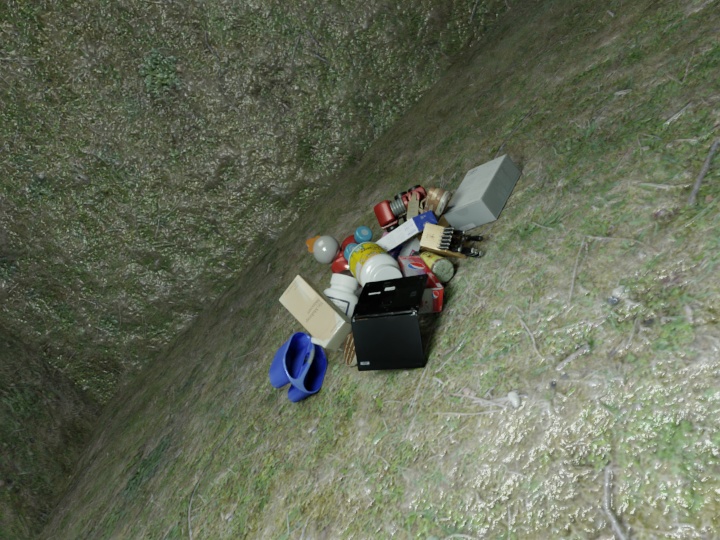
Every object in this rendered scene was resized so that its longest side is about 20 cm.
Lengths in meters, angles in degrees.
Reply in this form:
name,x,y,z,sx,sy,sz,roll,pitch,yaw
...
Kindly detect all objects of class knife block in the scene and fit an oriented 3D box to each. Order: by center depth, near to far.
name,x,y,z,sx,sy,sz,roll,pitch,yaw
knife block,0.254,-0.068,1.516,0.199,0.173,0.065,22,-94,-67

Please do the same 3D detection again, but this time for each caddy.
name,x,y,z,sx,sy,sz,roll,pitch,yaw
caddy,-0.165,0.263,1.589,0.104,0.141,0.201,-37,21,28

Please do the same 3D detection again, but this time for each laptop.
name,x,y,z,sx,sy,sz,roll,pitch,yaw
laptop,0.077,0.120,1.346,0.174,0.104,0.202,-9,38,28

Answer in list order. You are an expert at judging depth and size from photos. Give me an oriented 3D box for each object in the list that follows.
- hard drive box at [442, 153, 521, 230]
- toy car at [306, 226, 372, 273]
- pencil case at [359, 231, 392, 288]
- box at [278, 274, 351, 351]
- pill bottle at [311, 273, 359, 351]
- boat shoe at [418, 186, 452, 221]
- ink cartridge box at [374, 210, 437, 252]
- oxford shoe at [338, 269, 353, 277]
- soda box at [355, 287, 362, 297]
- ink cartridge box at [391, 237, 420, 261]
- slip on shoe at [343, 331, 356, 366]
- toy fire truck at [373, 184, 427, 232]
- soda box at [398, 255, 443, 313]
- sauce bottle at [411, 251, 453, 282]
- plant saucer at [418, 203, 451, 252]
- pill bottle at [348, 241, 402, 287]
name,x,y,z,sx,sy,sz,roll,pitch,yaw
hard drive box,0.344,-0.218,1.626,0.155,0.077,0.201,-18,32,54
toy car,-0.085,-0.072,1.939,0.178,0.197,0.186,-60,-4,-41
pencil case,0.050,-0.028,1.845,0.200,0.088,0.087,-48,19,-12
box,-0.116,0.113,1.533,0.199,0.078,0.096,41,94,27
pill bottle,-0.065,0.118,1.616,0.110,0.109,0.204,-3,71,63
boat shoe,0.204,-0.178,1.636,0.076,0.071,0.201,-57,-7,-26
ink cartridge box,0.118,-0.098,1.622,0.093,0.045,0.199,-25,-5,-43
oxford shoe,0.000,0.000,1.721,0.198,0.074,0.071,-2,24,46
soda box,-0.043,0.128,1.732,0.199,0.064,0.069,-33,20,31
ink cartridge box,0.123,-0.036,1.694,0.094,0.037,0.203,8,72,66
slip on shoe,0.007,0.175,1.477,0.077,0.059,0.202,-117,35,-42
toy fire truck,0.128,-0.186,1.771,0.173,0.131,0.200,-24,-7,12
soda box,0.148,0.033,1.454,0.062,0.071,0.201,-4,25,-11
sauce bottle,0.187,-0.017,1.553,0.065,0.065,0.200,-45,20,-4
plant saucer,0.222,-0.119,1.739,0.199,0.035,0.201,-40,20,17
pill bottle,0.042,0.001,1.527,0.113,0.113,0.200,-43,23,1
